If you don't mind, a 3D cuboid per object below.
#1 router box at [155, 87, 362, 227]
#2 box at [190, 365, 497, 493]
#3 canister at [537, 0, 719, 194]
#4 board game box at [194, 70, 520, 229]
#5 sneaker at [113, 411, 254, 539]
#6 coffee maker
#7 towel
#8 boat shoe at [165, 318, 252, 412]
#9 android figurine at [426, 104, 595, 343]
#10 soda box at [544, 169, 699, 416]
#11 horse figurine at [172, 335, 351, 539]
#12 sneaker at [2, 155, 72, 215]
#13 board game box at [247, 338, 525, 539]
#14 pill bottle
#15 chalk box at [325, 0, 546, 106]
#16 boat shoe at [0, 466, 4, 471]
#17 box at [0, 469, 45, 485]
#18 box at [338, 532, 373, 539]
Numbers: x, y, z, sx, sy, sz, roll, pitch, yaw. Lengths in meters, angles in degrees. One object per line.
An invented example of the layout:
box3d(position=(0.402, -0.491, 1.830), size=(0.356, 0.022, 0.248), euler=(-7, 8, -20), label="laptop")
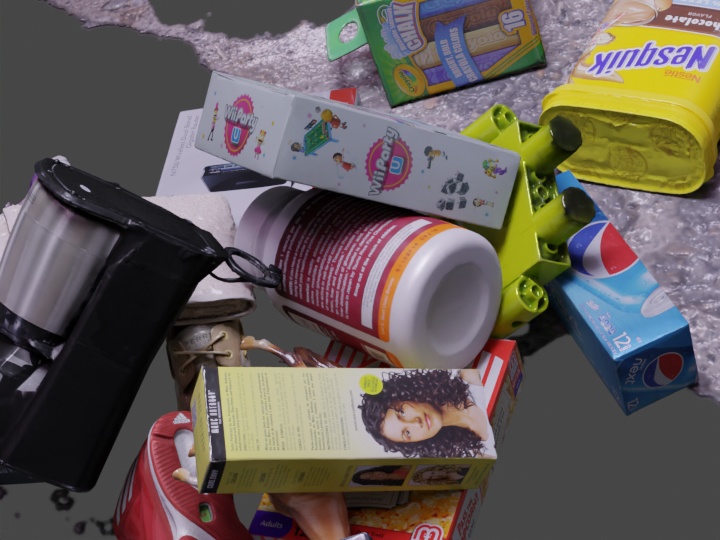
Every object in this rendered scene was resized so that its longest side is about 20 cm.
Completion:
box3d(position=(-0.092, -0.071, 1.373), size=(0.178, 0.049, 0.201), euler=(-6, 46, 15), label="router box")
box3d(position=(-0.012, 0.108, 1.034), size=(0.199, 0.050, 0.076), euler=(0, 55, -16), label="box")
box3d(position=(0.258, -0.169, 1.309), size=(0.148, 0.087, 0.200), euler=(11, 51, 29), label="canister")
box3d(position=(-0.003, -0.091, 1.148), size=(0.147, 0.199, 0.065), euler=(26, 102, 59), label="board game box")
box3d(position=(-0.125, 0.213, 1.102), size=(0.078, 0.116, 0.201), euler=(2, 65, -24), label="sneaker")
box3d(position=(-0.187, 0.051, 1.087), size=(0.191, 0.135, 0.201), euler=(28, 99, -1), label="coffee maker")
box3d(position=(-0.192, -0.009, 1.229), size=(0.199, 0.035, 0.133), euler=(-6, 47, -14), label="towel")
box3d(position=(-0.127, 0.067, 1.235), size=(0.073, 0.069, 0.200), euler=(-20, 43, 1), label="boat shoe")
box3d(position=(0.104, -0.033, 1.189), size=(0.200, 0.041, 0.183), euler=(-37, 51, 49), label="android figurine")
box3d(position=(0.182, 0.013, 1.171), size=(0.064, 0.068, 0.200), euler=(-25, 43, -4), label="soda box")
box3d(position=(-0.046, 0.122, 1.080), size=(0.132, 0.050, 0.200), euler=(21, 44, 4), label="horse figurine")
box3d(position=(-0.284, -0.044, 1.362), size=(0.088, 0.081, 0.200), euler=(-21, 22, -12), label="sneaker")
box3d(position=(0.023, 0.134, 1.128), size=(0.151, 0.046, 0.201), euler=(4, 49, 24), label="board game box")
box3d(position=(0.000, 0.000, 1.154), size=(0.199, 0.113, 0.113), euler=(22, 58, 40), label="pill bottle")
box3d(position=(0.059, -0.250, 1.436), size=(0.199, 0.124, 0.125), euler=(-14, 43, 7), label="chalk box")
box3d(position=(-0.231, 0.092, 1.212), size=(0.200, 0.063, 0.073), euler=(-32, 8, -34), label="boat shoe")
box3d(position=(-0.304, 0.089, 1.294), size=(0.157, 0.051, 0.201), euler=(-6, 46, 13), label="box")
box3d(position=(-0.058, 0.284, 0.931), size=(0.199, 0.104, 0.183), euler=(-18, 64, 3), label="box")
